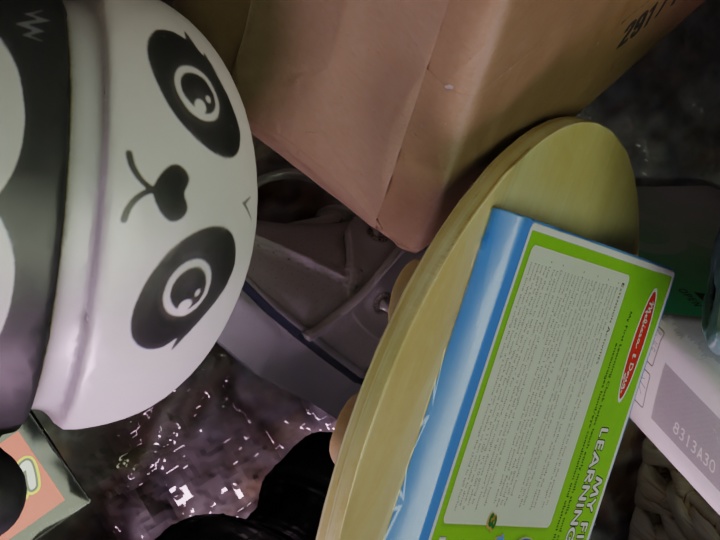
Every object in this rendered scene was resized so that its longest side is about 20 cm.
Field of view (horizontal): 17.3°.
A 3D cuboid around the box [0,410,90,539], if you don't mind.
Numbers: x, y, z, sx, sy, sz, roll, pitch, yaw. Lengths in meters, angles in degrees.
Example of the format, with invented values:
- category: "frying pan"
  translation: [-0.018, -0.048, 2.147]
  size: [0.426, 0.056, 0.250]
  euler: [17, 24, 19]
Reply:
- category: "box"
  translation: [-0.199, 0.067, 0.686]
  size: [0.200, 0.040, 0.137]
  euler: [-35, 104, -10]

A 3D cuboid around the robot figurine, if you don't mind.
- category: "robot figurine"
  translation: [-0.126, -0.021, 0.611]
  size: [0.200, 0.125, 0.150]
  euler: [4, 130, -15]

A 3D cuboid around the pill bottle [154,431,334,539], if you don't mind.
- category: "pill bottle"
  translation: [-0.049, 0.149, 0.741]
  size: [0.200, 0.112, 0.112]
  euler: [-46, 126, -24]

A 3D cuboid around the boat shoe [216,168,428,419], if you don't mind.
- category: "boat shoe"
  translation: [0.003, 0.002, 0.765]
  size: [0.202, 0.075, 0.086]
  euler: [35, 93, -37]

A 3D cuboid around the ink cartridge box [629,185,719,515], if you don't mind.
- category: "ink cartridge box"
  translation: [0.176, 0.024, 0.810]
  size: [0.200, 0.161, 0.050]
  euler: [-5, 121, -25]

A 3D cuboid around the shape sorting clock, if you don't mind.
- category: "shape sorting clock"
  translation: [0.034, 0.052, 0.679]
  size: [0.200, 0.039, 0.200]
  euler: [-40, 139, -46]

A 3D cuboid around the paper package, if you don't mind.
- category: "paper package"
  translation: [0.053, -0.130, 0.636]
  size: [0.200, 0.103, 0.191]
  euler: [-43, 165, -28]

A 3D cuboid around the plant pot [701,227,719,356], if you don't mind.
- category: "plant pot"
  translation: [0.210, -0.026, 0.686]
  size: [0.196, 0.200, 0.200]
  euler: [13, 108, 5]

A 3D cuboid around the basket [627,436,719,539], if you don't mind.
- category: "basket"
  translation: [0.208, 0.104, 0.880]
  size: [0.200, 0.136, 0.123]
  euler: [1, 115, -28]
